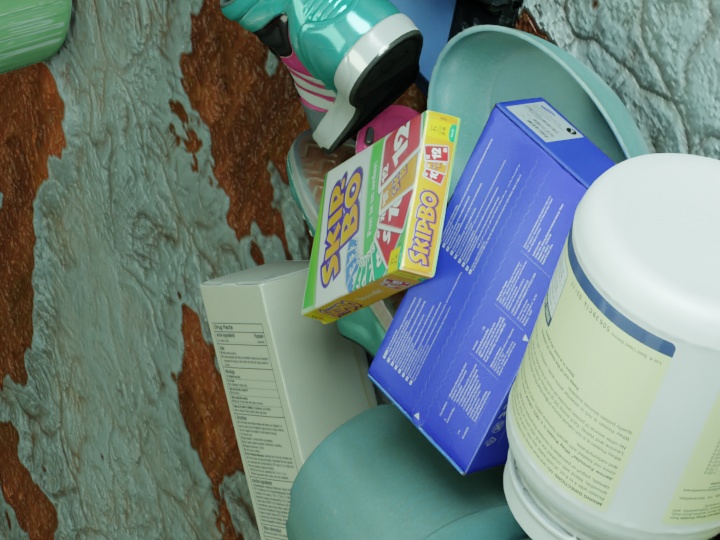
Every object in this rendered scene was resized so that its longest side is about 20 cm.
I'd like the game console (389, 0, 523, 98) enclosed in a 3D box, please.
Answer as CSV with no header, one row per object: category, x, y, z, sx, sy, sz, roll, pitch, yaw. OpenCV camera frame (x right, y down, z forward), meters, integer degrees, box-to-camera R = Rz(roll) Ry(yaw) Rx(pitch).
game console,-0.002,-0.191,1.537,0.200,0.116,0.176,52,145,36

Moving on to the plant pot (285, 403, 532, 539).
plant pot,0.056,0.194,1.576,0.196,0.200,0.201,-130,35,-51

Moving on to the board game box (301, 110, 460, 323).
board game box,0.007,-0.028,1.495,0.200,0.030,0.096,149,133,-70

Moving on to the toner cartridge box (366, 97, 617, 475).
toner cartridge box,0.081,0.010,1.416,0.095,0.043,0.200,46,127,31

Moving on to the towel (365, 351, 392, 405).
towel,0.012,0.124,1.777,0.147,0.024,0.200,62,150,20

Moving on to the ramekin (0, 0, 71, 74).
ramekin,-0.323,-0.256,2.103,0.200,0.098,0.200,36,134,49

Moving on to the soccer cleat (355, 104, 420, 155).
soccer cleat,0.045,-0.008,1.599,0.086,0.070,0.200,105,144,-63

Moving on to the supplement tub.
supplement tub,0.160,0.055,1.328,0.145,0.145,0.200,52,140,35

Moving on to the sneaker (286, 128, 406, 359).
sneaker,0.000,0.000,1.681,0.200,0.071,0.080,60,145,21

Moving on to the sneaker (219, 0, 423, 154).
sneaker,-0.031,-0.145,1.507,0.121,0.084,0.200,49,167,6

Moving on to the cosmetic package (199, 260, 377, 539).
cosmetic package,-0.041,0.096,1.755,0.105,0.071,0.200,2,106,61

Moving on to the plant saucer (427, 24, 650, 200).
plant saucer,0.115,-0.055,1.458,0.200,0.036,0.200,40,145,37
